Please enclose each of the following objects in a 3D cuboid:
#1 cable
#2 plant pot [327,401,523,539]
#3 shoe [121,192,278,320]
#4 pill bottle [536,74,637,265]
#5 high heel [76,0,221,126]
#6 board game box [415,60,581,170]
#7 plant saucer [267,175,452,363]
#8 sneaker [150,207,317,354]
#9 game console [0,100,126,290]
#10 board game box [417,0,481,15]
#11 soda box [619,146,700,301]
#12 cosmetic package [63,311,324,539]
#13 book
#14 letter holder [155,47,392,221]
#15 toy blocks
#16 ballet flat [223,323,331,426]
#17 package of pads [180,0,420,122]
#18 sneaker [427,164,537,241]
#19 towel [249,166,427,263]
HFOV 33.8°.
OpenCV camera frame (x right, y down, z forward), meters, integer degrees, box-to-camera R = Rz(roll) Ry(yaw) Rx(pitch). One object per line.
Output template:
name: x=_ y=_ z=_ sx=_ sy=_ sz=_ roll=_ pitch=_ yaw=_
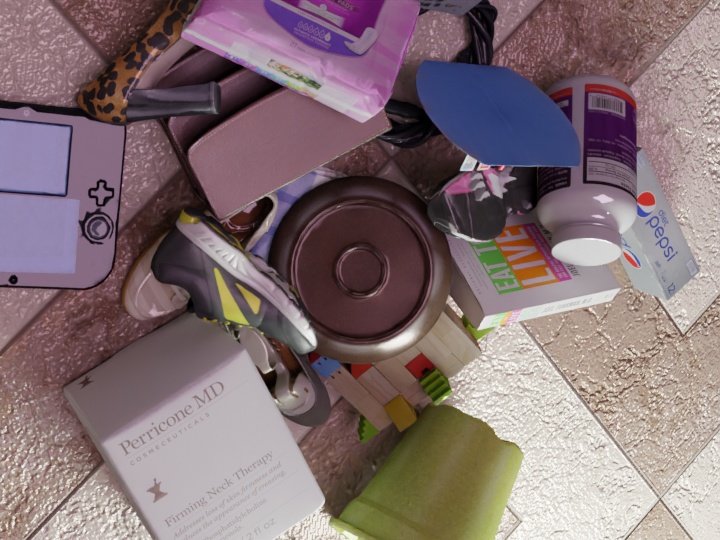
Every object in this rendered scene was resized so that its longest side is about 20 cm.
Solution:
cable: x=0.076 y=-0.227 z=1.293 sx=0.199 sy=0.051 sz=0.164 roll=-29 pitch=115 yaw=-18
plant pot: x=0.093 y=0.262 z=1.372 sx=0.200 sy=0.200 sz=0.185 roll=39 pitch=74 yaw=-30
shoe: x=-0.164 y=-0.020 z=1.217 sx=0.200 sy=0.053 sz=0.070 roll=-42 pitch=115 yaw=-3
pill bottle: x=0.256 y=-0.112 z=1.340 sx=0.112 sy=0.112 sz=0.202 roll=19 pitch=65 yaw=-30
high heel: x=-0.207 y=-0.240 z=1.145 sx=0.141 sy=0.071 sz=0.202 roll=-3 pitch=77 yaw=8
board game box: x=0.139 y=-0.155 z=1.266 sx=0.199 sy=0.159 sz=0.039 roll=-3 pitch=140 yaw=-35
plant saucer: x=0.000 y=0.000 z=1.255 sx=0.198 sy=0.032 sz=0.202 roll=0 pitch=92 yaw=-1
sneaker: x=-0.127 y=0.024 z=1.189 sx=0.085 sy=0.075 sz=0.200 roll=-43 pitch=112 yaw=6
game console: x=-0.329 y=-0.072 z=1.138 sx=0.199 sy=0.031 sz=0.178 roll=3 pitch=103 yaw=-28
board game box: x=0.031 y=-0.352 z=1.196 sx=0.199 sy=0.064 sz=0.149 roll=4 pitch=73 yaw=-29
soda box: x=0.345 y=-0.062 z=1.467 sx=0.063 sy=0.068 sz=0.201 roll=-39 pitch=117 yaw=-12
cosmetic package: x=-0.171 y=0.178 z=1.210 sx=0.167 sy=0.166 sz=0.201 roll=-32 pitch=115 yaw=-16
book: x=0.184 y=-0.005 z=1.357 sx=0.199 sy=0.134 sz=0.048 roll=-11 pitch=144 yaw=-31
letter holder: x=-0.095 y=-0.166 z=1.181 sx=0.199 sy=0.101 sz=0.143 roll=-29 pitch=113 yaw=-10
toy blocks: x=0.034 y=0.083 z=1.325 sx=0.200 sy=0.100 sz=0.137 roll=-38 pitch=117 yaw=12
ballet flat: x=-0.094 y=0.107 z=1.286 sx=0.067 sy=0.064 sz=0.201 roll=-24 pitch=115 yaw=10
package of pads: x=-0.054 y=-0.233 z=1.097 sx=0.199 sy=0.076 sz=0.121 roll=23 pitch=76 yaw=-15
sneaker: x=0.120 y=-0.075 z=1.304 sx=0.200 sy=0.086 sz=0.081 roll=-15 pitch=100 yaw=-56
towel: x=-0.026 y=-0.034 z=1.310 sx=0.199 sy=0.024 sz=0.148 roll=17 pitch=98 yaw=-28
